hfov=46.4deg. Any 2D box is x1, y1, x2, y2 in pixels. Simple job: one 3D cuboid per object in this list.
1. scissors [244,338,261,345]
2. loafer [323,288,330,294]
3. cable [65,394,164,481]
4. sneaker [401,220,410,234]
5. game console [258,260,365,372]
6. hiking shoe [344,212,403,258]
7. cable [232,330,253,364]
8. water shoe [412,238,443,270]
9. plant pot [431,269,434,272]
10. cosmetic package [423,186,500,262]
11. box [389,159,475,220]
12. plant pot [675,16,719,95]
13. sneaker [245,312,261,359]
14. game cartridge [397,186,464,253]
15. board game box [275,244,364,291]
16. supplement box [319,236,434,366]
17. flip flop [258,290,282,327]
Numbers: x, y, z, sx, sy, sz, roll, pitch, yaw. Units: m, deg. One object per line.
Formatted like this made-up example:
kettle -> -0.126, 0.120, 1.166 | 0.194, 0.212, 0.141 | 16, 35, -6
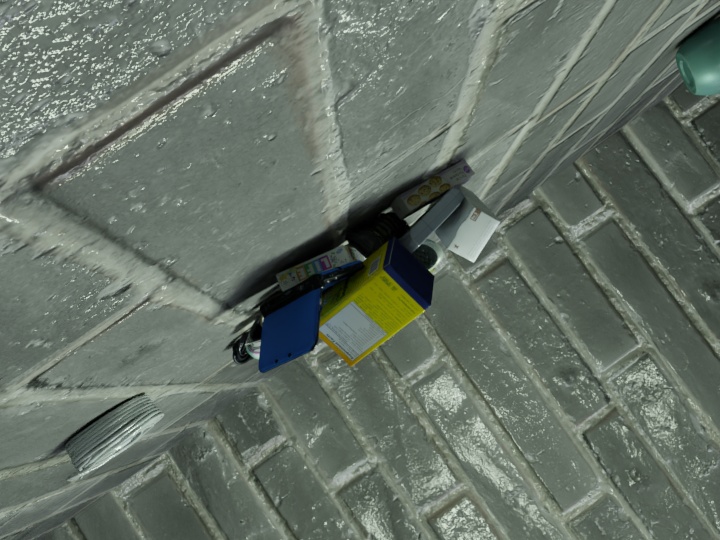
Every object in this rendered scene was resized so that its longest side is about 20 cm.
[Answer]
scissors -> -0.161, 0.124, 1.684 | 0.199, 0.014, 0.073 | -13, -165, -36
loafer -> -0.072, 0.068, 1.621 | 0.199, 0.063, 0.072 | -21, -152, 10
cable -> -0.501, 0.331, 1.716 | 0.200, 0.069, 0.200 | -40, 173, 31
sneaker -> 0.084, -0.075, 1.798 | 0.078, 0.070, 0.200 | -30, 176, 29
game console -> -0.087, 0.081, 1.474 | 0.170, 0.119, 0.200 | -19, 174, -40
hiking shoe -> 0.031, -0.074, 1.588 | 0.101, 0.076, 0.200 | -49, 179, 5
cable -> -0.219, 0.150, 1.956 | 0.163, 0.051, 0.200 | -39, 173, 26
water shoe -> 0.117, -0.035, 1.736 | 0.079, 0.072, 0.200 | -34, -174, -31
plant pot -> 0.069, 0.016, 1.967 | 0.184, 0.200, 0.200 | -46, 173, 3
cosmetic package -> 0.200, -0.104, 1.686 | 0.102, 0.074, 0.200 | -58, -159, 16
box -> 0.141, -0.157, 1.624 | 0.200, 0.042, 0.039 | -30, 172, -35
plant pot -> 0.947, -0.565, 2.254 | 0.160, 0.201, 0.201 | -24, 176, 11
sneaker -> -0.159, 0.097, 1.768 | 0.200, 0.078, 0.140 | -46, 168, -20
game cartridge -> 0.119, -0.081, 1.581 | 0.133, 0.041, 0.200 | -38, -175, 44
board game box -> -0.069, -0.002, 1.564 | 0.134, 0.034, 0.200 | -24, 175, 8
supplement box -> 0.021, 0.056, 1.490 | 0.200, 0.109, 0.110 | -39, -163, 24
flip flop -> -0.105, 0.081, 1.683 | 0.199, 0.058, 0.081 | -4, 120, -18
